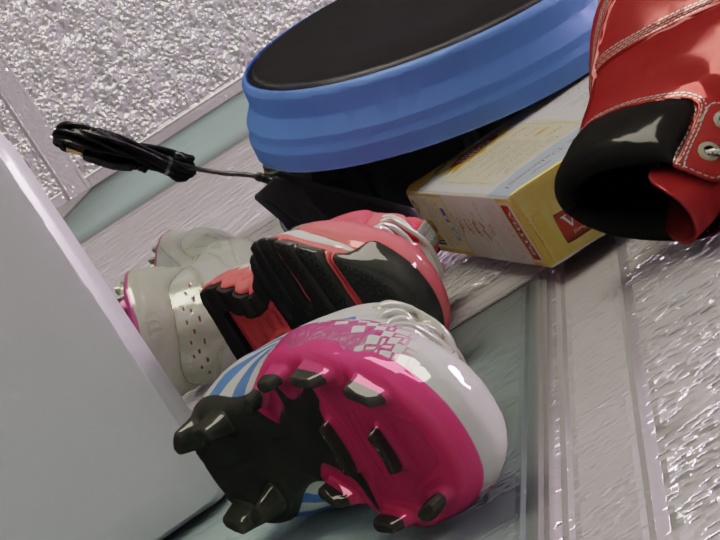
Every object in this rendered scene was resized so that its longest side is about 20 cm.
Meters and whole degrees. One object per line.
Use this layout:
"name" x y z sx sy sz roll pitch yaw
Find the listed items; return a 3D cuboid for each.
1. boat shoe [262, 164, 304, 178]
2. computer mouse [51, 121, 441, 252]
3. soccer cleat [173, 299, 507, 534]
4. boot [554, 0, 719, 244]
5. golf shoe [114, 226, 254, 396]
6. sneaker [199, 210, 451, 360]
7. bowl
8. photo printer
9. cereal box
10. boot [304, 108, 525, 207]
"boat shoe" -0.018 -0.088 1.670 0.072 0.068 0.200 -38 8 -20
"computer mouse" -0.055 -0.033 1.237 0.199 0.034 0.059 15 1 19
"soccer cleat" 0.005 0.036 0.838 0.086 0.070 0.200 -37 9 -23
"boot" 0.166 -0.071 0.919 0.199 0.072 0.145 -14 37 29
"golf shoe" -0.058 0.017 1.255 0.091 0.076 0.200 -11 10 6
"sneaker" 0.000 0.000 1.064 0.087 0.074 0.200 -34 8 -18
"bowl" 0.036 -0.108 1.228 0.200 0.039 0.201 -20 18 7
"photo printer" -0.169 0.045 1.001 0.166 0.200 0.069 -33 8 -9
"cereal box" 0.104 -0.056 1.099 0.144 0.040 0.200 -33 9 -7
"boot" 0.046 -0.080 1.359 0.198 0.073 0.162 -33 7 -12
